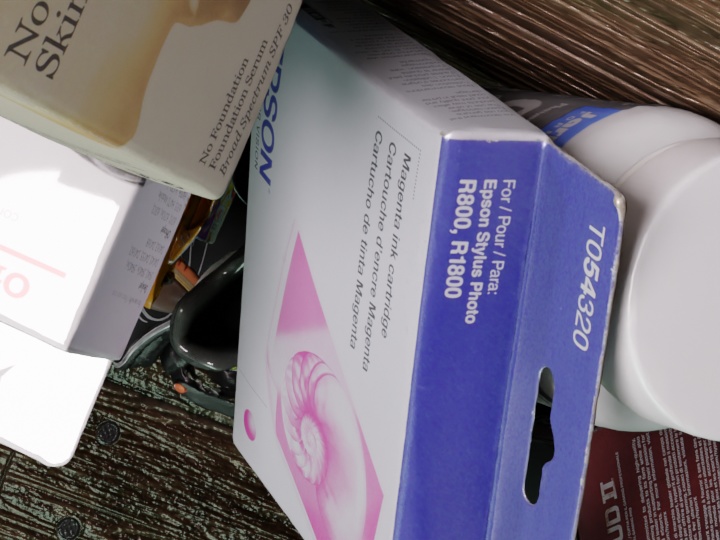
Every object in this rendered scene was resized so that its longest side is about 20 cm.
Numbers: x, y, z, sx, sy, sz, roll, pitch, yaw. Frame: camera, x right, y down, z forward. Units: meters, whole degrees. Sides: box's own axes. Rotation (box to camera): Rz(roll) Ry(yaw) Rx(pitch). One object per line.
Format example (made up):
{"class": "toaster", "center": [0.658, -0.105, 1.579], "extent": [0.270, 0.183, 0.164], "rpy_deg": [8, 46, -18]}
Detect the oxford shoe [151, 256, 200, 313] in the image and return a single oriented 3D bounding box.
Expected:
{"class": "oxford shoe", "center": [-0.169, -0.013, 0.913], "extent": [0.199, 0.073, 0.071], "rpy_deg": [24, 177, -22]}

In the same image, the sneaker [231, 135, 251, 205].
{"class": "sneaker", "center": [-0.024, -0.061, 0.847], "extent": [0.074, 0.085, 0.200], "rpy_deg": [23, 178, 1]}

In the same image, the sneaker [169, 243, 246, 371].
{"class": "sneaker", "center": [0.000, 0.000, 0.864], "extent": [0.075, 0.199, 0.085], "rpy_deg": [60, -163, -2]}

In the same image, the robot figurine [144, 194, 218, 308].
{"class": "robot figurine", "center": [-0.108, -0.074, 0.774], "extent": [0.144, 0.058, 0.201], "rpy_deg": [24, 140, 2]}

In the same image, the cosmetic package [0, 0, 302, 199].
{"class": "cosmetic package", "center": [-0.088, -0.096, 0.462], "extent": [0.071, 0.106, 0.200], "rpy_deg": [20, 178, 26]}

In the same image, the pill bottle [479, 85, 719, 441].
{"class": "pill bottle", "center": [0.083, -0.006, 0.692], "extent": [0.113, 0.115, 0.200], "rpy_deg": [24, 177, -26]}

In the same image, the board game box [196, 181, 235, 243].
{"class": "board game box", "center": [-0.150, -0.102, 0.924], "extent": [0.198, 0.104, 0.105], "rpy_deg": [23, 178, 8]}

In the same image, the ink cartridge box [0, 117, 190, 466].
{"class": "ink cartridge box", "center": [-0.116, -0.046, 0.639], "extent": [0.115, 0.202, 0.067], "rpy_deg": [22, 177, 8]}

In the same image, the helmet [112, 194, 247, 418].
{"class": "helmet", "center": [-0.067, -0.007, 1.247], "extent": [0.198, 0.192, 0.201], "rpy_deg": [5, 145, 3]}

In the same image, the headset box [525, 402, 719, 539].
{"class": "headset box", "center": [0.095, 0.074, 0.783], "extent": [0.199, 0.078, 0.148], "rpy_deg": [-19, -167, -36]}

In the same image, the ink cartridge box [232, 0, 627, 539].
{"class": "ink cartridge box", "center": [0.011, 0.024, 0.670], "extent": [0.043, 0.198, 0.200], "rpy_deg": [-7, -152, -24]}
